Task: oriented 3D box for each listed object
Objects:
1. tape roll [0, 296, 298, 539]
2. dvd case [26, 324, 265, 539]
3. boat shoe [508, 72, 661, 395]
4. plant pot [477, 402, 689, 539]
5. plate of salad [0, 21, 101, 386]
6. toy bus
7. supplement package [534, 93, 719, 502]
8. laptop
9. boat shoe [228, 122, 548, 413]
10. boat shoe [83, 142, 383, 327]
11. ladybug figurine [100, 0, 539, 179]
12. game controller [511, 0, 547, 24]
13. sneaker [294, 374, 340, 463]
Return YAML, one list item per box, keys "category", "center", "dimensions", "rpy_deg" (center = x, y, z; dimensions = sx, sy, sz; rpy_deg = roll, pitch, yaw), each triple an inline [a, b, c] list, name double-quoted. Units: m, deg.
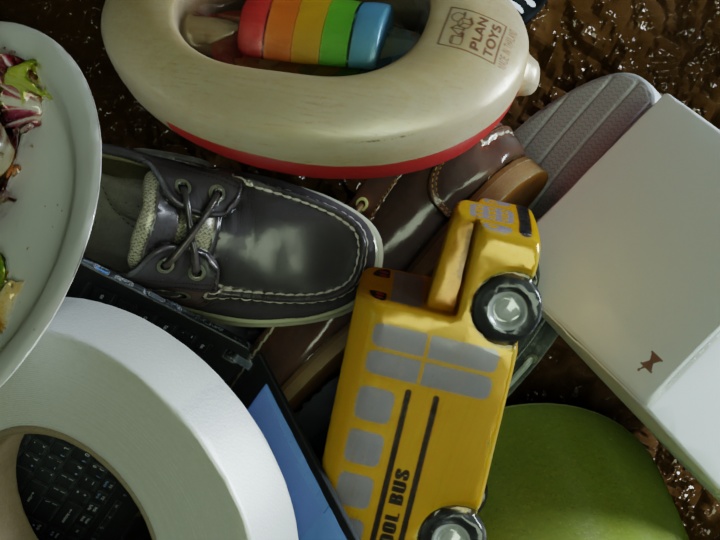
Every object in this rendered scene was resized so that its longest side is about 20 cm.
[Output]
- category: "tape roll"
  center: [-0.122, 0.109, 0.692]
  dimensions: [0.202, 0.037, 0.203]
  rpy_deg: [11, 115, 25]
- category: "dvd case"
  center: [-0.093, 0.066, 0.806]
  dimensions: [0.200, 0.016, 0.149]
  rpy_deg: [-27, 110, -4]
- category: "boat shoe"
  center: [0.090, -0.010, 0.805]
  dimensions: [0.071, 0.072, 0.200]
  rpy_deg: [30, 104, -43]
- category: "plant pot"
  center: [0.104, 0.197, 0.772]
  dimensions: [0.187, 0.200, 0.188]
  rpy_deg: [-7, 120, -13]
- category: "plate of salad"
  center: [-0.195, -0.021, 0.671]
  dimensions: [0.200, 0.200, 0.048]
  rpy_deg: [-50, 141, 5]
- category: "toy bus"
  center: [0.026, 0.067, 0.699]
  dimensions: [0.078, 0.065, 0.201]
  rpy_deg: [12, 105, 2]
- category: "supplement package"
  center: [0.178, 0.032, 0.765]
  dimensions: [0.117, 0.117, 0.200]
  rpy_deg: [-44, 138, 3]
- category: "laptop"
  center: [-0.118, 0.108, 0.717]
  dimensions: [0.200, 0.103, 0.177]
  rpy_deg: [28, 124, -13]
- category: "boat shoe"
  center: [0.000, 0.000, 0.771]
  dimensions: [0.200, 0.070, 0.070]
  rpy_deg: [-46, 76, 5]
- category: "boat shoe"
  center: [-0.090, -0.019, 0.720]
  dimensions: [0.199, 0.065, 0.072]
  rpy_deg: [14, 87, 8]
- category: "ladybug figurine"
  center: [-0.018, -0.094, 0.717]
  dimensions: [0.199, 0.136, 0.072]
  rpy_deg: [12, 143, 13]
- category: "game controller"
  center: [0.090, -0.211, 0.760]
  dimensions: [0.104, 0.042, 0.200]
  rpy_deg: [32, 98, -33]
- category: "sneaker"
  center: [-0.016, 0.139, 0.786]
  dimensions: [0.070, 0.082, 0.200]
  rpy_deg: [-17, 139, -49]
